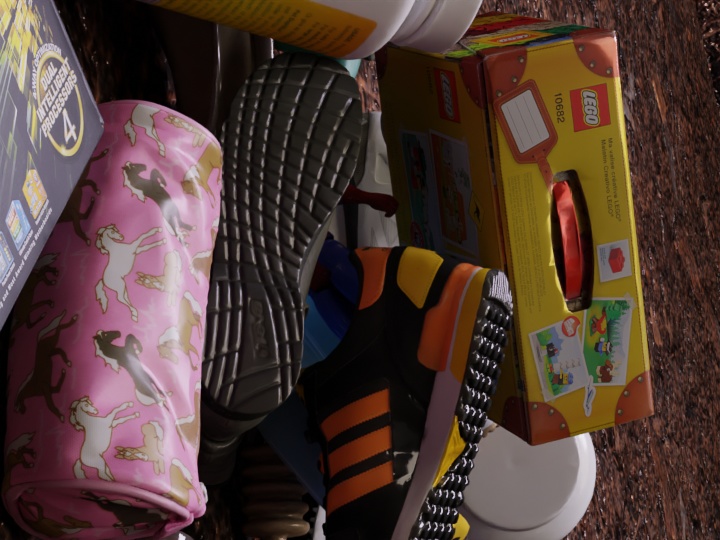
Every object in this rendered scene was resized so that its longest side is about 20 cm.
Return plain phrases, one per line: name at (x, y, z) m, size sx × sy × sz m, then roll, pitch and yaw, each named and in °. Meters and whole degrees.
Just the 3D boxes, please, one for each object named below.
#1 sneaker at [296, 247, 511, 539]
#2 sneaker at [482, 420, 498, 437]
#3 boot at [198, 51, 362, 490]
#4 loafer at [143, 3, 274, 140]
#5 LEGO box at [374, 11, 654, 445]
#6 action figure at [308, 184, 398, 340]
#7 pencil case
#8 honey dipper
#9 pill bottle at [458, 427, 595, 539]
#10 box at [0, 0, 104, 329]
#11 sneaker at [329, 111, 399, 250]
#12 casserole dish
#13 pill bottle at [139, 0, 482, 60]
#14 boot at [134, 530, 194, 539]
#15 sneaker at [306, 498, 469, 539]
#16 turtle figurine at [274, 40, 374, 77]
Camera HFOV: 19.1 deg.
sneaker at (0.005, 0.086, 1.037) m, size 0.070 × 0.090 × 0.201 m, roll 24°, pitch 84°, yaw -72°
sneaker at (0.053, 0.024, 1.302) m, size 0.109 × 0.070 × 0.200 m, roll 55°, pitch 18°, yaw -11°
boot at (-0.058, 0.000, 1.058) m, size 0.131 × 0.067 × 0.201 m, roll 127°, pitch -22°, yaw -65°
loafer at (-0.081, -0.127, 1.107) m, size 0.076 × 0.067 × 0.201 m, roll 169°, pitch -71°, yaw -70°
LEGO box at (0.078, -0.028, 1.127) m, size 0.149 × 0.077 × 0.201 m, roll -153°, pitch -127°, yaw -66°
action figure at (0.000, 0.000, 1.145) m, size 0.200 × 0.065 × 0.099 m, roll 48°, pitch 33°, yaw 17°
pencil case at (-0.106, 0.021, 0.935) m, size 0.087 × 0.082 × 0.201 m, roll 54°, pitch 32°, yaw -55°
honey dipper at (-0.043, 0.194, 1.133) m, size 0.038 × 0.038 × 0.201 m, roll 30°, pitch 56°, yaw -68°
pill bottle at (0.096, 0.131, 1.394) m, size 0.200 × 0.110 × 0.112 m, roll 80°, pitch 4°, yaw -82°
box at (-0.171, -0.069, 0.825) m, size 0.200 × 0.049 × 0.162 m, roll -72°, pitch 146°, yaw -55°
sneaker at (0.037, -0.021, 1.328) m, size 0.201 × 0.115 × 0.076 m, roll 76°, pitch 16°, yaw -50°
casserole dish at (-0.021, 0.068, 1.163) m, size 0.121 × 0.039 × 0.200 m, roll 52°, pitch 13°, yaw -18°
pill bottle at (-0.039, -0.167, 1.027) m, size 0.199 × 0.109 × 0.110 m, roll 14°, pitch 61°, yaw -25°
boot at (-0.081, 0.211, 0.973) m, size 0.200 × 0.070 × 0.147 m, roll 53°, pitch 40°, yaw -57°
sneaker at (0.016, 0.153, 1.219) m, size 0.201 × 0.089 × 0.070 m, roll -78°, pitch 175°, yaw -51°
turtle figurine at (-0.022, -0.153, 1.224) m, size 0.200 × 0.100 × 0.150 m, roll -84°, pitch 161°, yaw -57°
